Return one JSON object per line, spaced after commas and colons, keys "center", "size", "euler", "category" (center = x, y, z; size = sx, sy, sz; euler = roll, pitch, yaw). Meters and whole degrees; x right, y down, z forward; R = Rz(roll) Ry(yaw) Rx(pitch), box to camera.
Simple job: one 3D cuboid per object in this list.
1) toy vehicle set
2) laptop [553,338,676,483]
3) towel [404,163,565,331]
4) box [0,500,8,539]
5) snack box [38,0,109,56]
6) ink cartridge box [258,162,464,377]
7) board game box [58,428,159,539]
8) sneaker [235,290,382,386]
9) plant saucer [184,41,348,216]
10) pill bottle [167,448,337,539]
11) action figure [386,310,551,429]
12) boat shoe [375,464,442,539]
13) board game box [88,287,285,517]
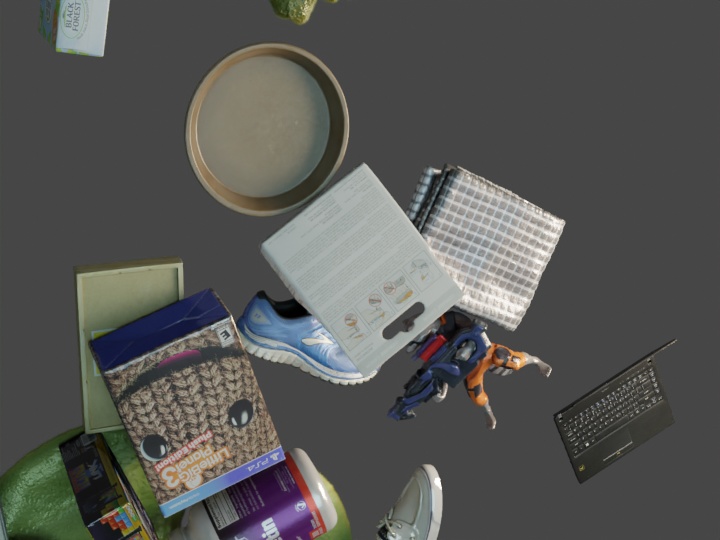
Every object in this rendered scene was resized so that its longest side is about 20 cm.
{"center": [-0.269, 0.088, 1.349], "size": [0.122, 0.026, 0.203], "euler": [-5, 110, -21], "category": "toy vehicle set"}
{"center": [0.371, 0.200, 1.603], "size": [0.176, 0.103, 0.202], "euler": [-29, 116, -9], "category": "laptop"}
{"center": [0.145, -0.028, 1.444], "size": [0.198, 0.086, 0.167], "euler": [21, 99, -26], "category": "towel"}
{"center": [-0.503, 0.301, 1.292], "size": [0.197, 0.095, 0.079], "euler": [-13, 112, -19], "category": "box"}
{"center": [-0.279, -0.326, 1.138], "size": [0.052, 0.142, 0.203], "euler": [3, 107, -22], "category": "snack box"}
{"center": [0.000, 0.000, 1.365], "size": [0.162, 0.057, 0.201], "euler": [-38, 92, -8], "category": "ink cartridge box"}
{"center": [-0.275, 0.295, 1.321], "size": [0.056, 0.200, 0.167], "euler": [-27, 115, -13], "category": "board game box"}
{"center": [-0.053, 0.078, 1.405], "size": [0.198, 0.079, 0.090], "euler": [19, 103, -26], "category": "sneaker"}
{"center": [-0.109, -0.163, 1.327], "size": [0.197, 0.029, 0.203], "euler": [-7, 109, -19], "category": "plant saucer"}
{"center": [-0.135, 0.315, 1.433], "size": [0.198, 0.112, 0.114], "euler": [-28, 116, -11], "category": "pill bottle"}
{"center": [0.122, 0.126, 1.504], "size": [0.193, 0.105, 0.200], "euler": [37, 122, -22], "category": "action figure"}
{"center": [0.057, 0.356, 1.553], "size": [0.069, 0.071, 0.203], "euler": [3, 113, -25], "category": "boat shoe"}
{"center": [-0.200, 0.151, 1.329], "size": [0.158, 0.097, 0.202], "euler": [-25, 115, -13], "category": "board game box"}
